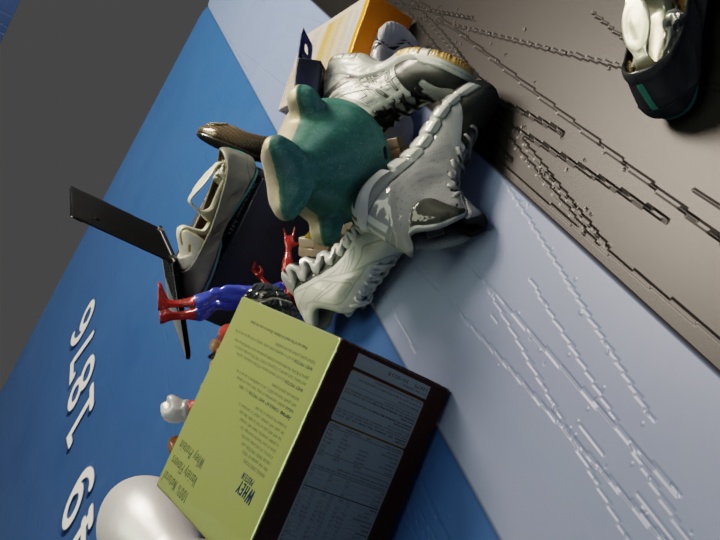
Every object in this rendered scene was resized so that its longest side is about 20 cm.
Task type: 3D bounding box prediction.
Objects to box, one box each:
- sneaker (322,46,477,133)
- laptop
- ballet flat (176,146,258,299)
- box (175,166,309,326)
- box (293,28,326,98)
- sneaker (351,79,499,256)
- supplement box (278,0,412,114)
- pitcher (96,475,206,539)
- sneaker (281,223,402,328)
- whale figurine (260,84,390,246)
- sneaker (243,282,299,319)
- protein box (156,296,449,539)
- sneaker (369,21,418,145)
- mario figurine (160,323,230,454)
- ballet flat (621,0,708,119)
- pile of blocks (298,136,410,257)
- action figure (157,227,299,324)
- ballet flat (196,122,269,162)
[{"bbox_3d":[0.037,-0.184,0.928,0.199,0.075,0.089,7,79,45],"label":"sneaker"},{"bbox_3d":[-0.297,-0.002,1.108,0.187,0.115,0.202,-138,41,-66],"label":"laptop"},{"bbox_3d":[-0.194,-0.058,1.067,0.067,0.063,0.202,27,93,58],"label":"ballet flat"},{"bbox_3d":[-0.155,-0.036,1.176,0.198,0.117,0.200,-63,28,5],"label":"box"},{"bbox_3d":[-0.062,-0.170,1.010,0.121,0.032,0.203,-60,-24,-85],"label":"box"},{"bbox_3d":[0.095,-0.088,0.839,0.115,0.075,0.200,38,79,29],"label":"sneaker"},{"bbox_3d":[-0.025,-0.280,1.188,0.199,0.073,0.127,-6,63,59],"label":"supplement box"},{"bbox_3d":[-0.245,0.352,1.035,0.199,0.120,0.174,24,104,52],"label":"pitcher"},{"bbox_3d":[0.000,0.000,0.933,0.199,0.075,0.082,-32,67,38],"label":"sneaker"},{"bbox_3d":[-0.031,-0.104,0.844,0.200,0.103,0.161,-37,-60,-71],"label":"whale figurine"},{"bbox_3d":[-0.118,0.114,0.965,0.086,0.077,0.202,-33,53,58],"label":"sneaker"},{"bbox_3d":[-0.058,0.157,0.796,0.198,0.134,0.202,15,79,57],"label":"protein box"},{"bbox_3d":[0.012,-0.205,1.057,0.114,0.075,0.202,-26,49,47],"label":"sneaker"},{"bbox_3d":[-0.177,0.139,1.071,0.201,0.105,0.124,-61,9,22],"label":"mario figurine"},{"bbox_3d":[0.235,-0.214,0.672,0.073,0.073,0.202,-21,50,54],"label":"ballet flat"},{"bbox_3d":[-0.001,-0.085,0.987,0.200,0.062,0.083,-39,78,37],"label":"pile of blocks"},{"bbox_3d":[-0.140,0.008,1.032,0.065,0.197,0.100,112,155,-63],"label":"action figure"},{"bbox_3d":[-0.122,-0.169,1.159,0.067,0.198,0.047,48,-123,-83],"label":"ballet flat"}]
